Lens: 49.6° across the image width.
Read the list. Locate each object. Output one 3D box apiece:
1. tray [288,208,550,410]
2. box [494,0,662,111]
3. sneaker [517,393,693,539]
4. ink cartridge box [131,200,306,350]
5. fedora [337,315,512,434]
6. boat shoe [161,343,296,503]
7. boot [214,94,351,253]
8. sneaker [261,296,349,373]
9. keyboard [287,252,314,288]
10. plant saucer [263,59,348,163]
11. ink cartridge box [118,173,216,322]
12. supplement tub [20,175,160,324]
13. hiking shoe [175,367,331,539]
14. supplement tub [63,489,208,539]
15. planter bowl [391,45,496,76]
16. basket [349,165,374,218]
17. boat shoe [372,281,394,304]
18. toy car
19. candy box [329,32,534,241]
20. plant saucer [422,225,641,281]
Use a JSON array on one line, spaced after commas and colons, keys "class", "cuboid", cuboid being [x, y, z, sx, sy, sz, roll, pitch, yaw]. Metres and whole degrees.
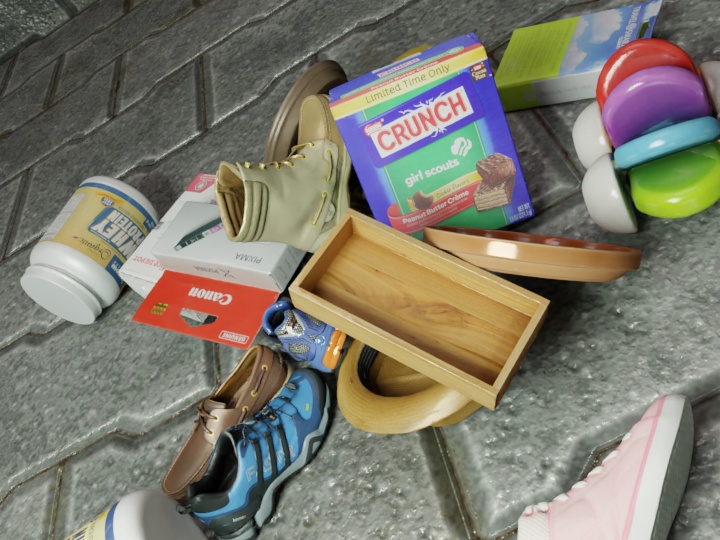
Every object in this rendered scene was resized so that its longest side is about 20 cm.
[{"class": "tray", "cuboid": [0.049, 0.029, 0.673, 0.200, 0.037, 0.099, 26, 64, 20]}, {"class": "box", "cuboid": [0.275, -0.270, 0.984, 0.200, 0.048, 0.122, -1, 52, 38]}, {"class": "sneaker", "cuboid": [0.178, 0.174, 0.586, 0.104, 0.075, 0.201, 10, 62, 38]}, {"class": "ink cartridge box", "cuboid": [-0.181, -0.002, 0.969, 0.200, 0.044, 0.174, 9, 56, 31]}, {"class": "fedora", "cuboid": [0.071, 0.091, 0.751, 0.200, 0.082, 0.201, -30, 33, 23]}, {"class": "boat shoe", "cuboid": [-0.156, 0.167, 0.866, 0.072, 0.068, 0.200, 19, 65, 47]}, {"class": "boot", "cuboid": [-0.090, -0.121, 0.900, 0.073, 0.155, 0.201, -12, 76, 51]}, {"class": "sneaker", "cuboid": [-0.072, 0.058, 0.859, 0.075, 0.078, 0.200, -66, 17, -10]}, {"class": "keyboard", "cuboid": [-0.055, -0.029, 0.980, 0.127, 0.021, 0.200, -49, 45, 23]}, {"class": "plant saucer", "cuboid": [-0.068, -0.195, 1.090, 0.029, 0.200, 0.200, 29, 68, 15]}, {"class": "ink cartridge box", "cuboid": [-0.229, -0.037, 1.120, 0.145, 0.085, 0.200, 12, 58, 44]}, {"class": "supplement tub", "cuboid": [-0.418, -0.032, 1.216, 0.144, 0.145, 0.200, -3, 50, 37]}, {"class": "hiking shoe", "cuboid": [-0.098, 0.176, 0.795, 0.074, 0.087, 0.200, 5, 54, 41]}, {"class": "supplement tub", "cuboid": [-0.244, 0.316, 0.723, 0.200, 0.144, 0.144, -36, 38, 3]}, {"class": "planter bowl", "cuboid": [0.089, -0.253, 1.087, 0.200, 0.084, 0.201, -21, 41, 20]}, {"class": "basket", "cuboid": [0.004, -0.137, 0.984, 0.200, 0.143, 0.149, 17, 64, 44]}, {"class": "boat shoe", "cuboid": [0.000, 0.000, 0.795, 0.072, 0.068, 0.200, -41, 31, 5]}, {"class": "toy car", "cuboid": [0.292, -0.145, 0.759, 0.175, 0.150, 0.200, -17, 42, 24]}, {"class": "candy box", "cuboid": [0.079, -0.128, 0.844, 0.169, 0.200, 0.077, -21, 26, 6]}, {"class": "plant saucer", "cuboid": [0.157, -0.016, 0.731, 0.200, 0.200, 0.032, 11, 98, 44]}]
